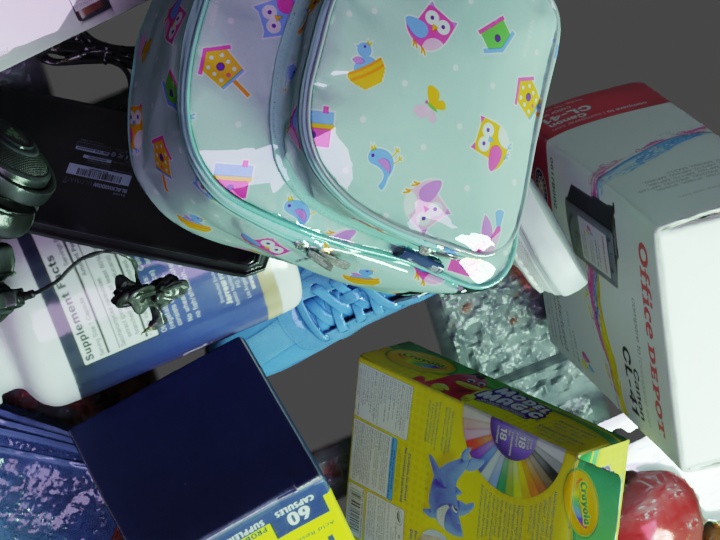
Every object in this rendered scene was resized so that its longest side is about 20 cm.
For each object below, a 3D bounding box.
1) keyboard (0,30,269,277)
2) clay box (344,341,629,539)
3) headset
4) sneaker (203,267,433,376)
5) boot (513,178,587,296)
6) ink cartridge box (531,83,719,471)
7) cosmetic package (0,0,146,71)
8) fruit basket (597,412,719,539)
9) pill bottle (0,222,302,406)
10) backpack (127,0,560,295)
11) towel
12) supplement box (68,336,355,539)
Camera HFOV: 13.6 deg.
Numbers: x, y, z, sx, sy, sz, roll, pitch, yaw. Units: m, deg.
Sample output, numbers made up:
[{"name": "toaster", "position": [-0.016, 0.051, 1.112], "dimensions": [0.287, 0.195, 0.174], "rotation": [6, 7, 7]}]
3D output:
[{"name": "keyboard", "position": [-0.127, -0.068, 1.576], "dimensions": [0.199, 0.021, 0.128], "rotation": [13, 67, 13]}, {"name": "clay box", "position": [0.077, 0.126, 1.676], "dimensions": [0.047, 0.200, 0.115], "rotation": [-14, 118, -43]}, {"name": "headset", "position": [-0.188, -0.019, 1.527], "dimensions": [0.199, 0.094, 0.124], "rotation": [21, 102, 23]}, {"name": "sneaker", "position": [0.000, 0.000, 1.671], "dimensions": [0.200, 0.078, 0.066], "rotation": [-35, 118, 0]}, {"name": "boot", "position": [0.035, -0.048, 1.621], "dimensions": [0.095, 0.200, 0.074], "rotation": [-35, 156, 4]}, {"name": "ink cartridge box", "position": [0.166, 0.000, 1.643], "dimensions": [0.085, 0.200, 0.148], "rotation": [-14, 113, -12]}, {"name": "cosmetic package", "position": [-0.165, -0.162, 1.566], "dimensions": [0.199, 0.051, 0.083], "rotation": [-27, 104, -5]}, {"name": "fruit basket", "position": [0.186, 0.174, 1.801], "dimensions": [0.185, 0.094, 0.201], "rotation": [-25, 100, -7]}, {"name": "pill bottle", "position": [-0.141, 0.006, 1.610], "dimensions": [0.199, 0.111, 0.111], "rotation": [-23, 115, -7]}, {"name": "backpack", "position": [-0.008, -0.085, 1.482], "dimensions": [0.199, 0.153, 0.177], "rotation": [15, 82, -18]}, {"name": "towel", "position": [-0.228, 0.121, 1.663], "dimensions": [0.199, 0.049, 0.112], "rotation": [19, 105, -23]}, {"name": "supplement box", "position": [-0.065, 0.150, 1.647], "dimensions": [0.109, 0.110, 0.200], "rotation": [-29, 144, -4]}]
